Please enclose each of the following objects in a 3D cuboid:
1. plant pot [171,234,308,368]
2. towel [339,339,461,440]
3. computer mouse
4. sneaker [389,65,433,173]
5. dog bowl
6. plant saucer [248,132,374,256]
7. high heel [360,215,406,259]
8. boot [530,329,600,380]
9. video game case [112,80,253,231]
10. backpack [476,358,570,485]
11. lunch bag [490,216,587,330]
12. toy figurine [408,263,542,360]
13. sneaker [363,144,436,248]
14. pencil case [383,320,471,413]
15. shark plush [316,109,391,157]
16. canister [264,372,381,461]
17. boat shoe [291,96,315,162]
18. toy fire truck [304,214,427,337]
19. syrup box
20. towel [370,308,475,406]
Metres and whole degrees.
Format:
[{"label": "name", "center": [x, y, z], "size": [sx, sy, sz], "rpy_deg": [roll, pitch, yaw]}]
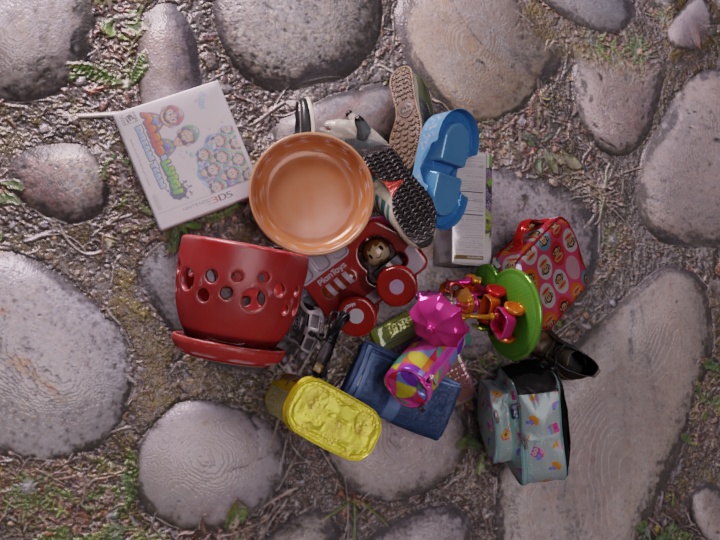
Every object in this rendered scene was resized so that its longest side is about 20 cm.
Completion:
[{"label": "plant pot", "center": [-0.191, 0.048, 1.181], "size": [0.199, 0.200, 0.184], "rpy_deg": [11, 86, -17]}, {"label": "towel", "center": [0.070, 0.207, 1.310], "size": [0.199, 0.049, 0.112], "rpy_deg": [26, 80, -14]}, {"label": "computer mouse", "center": [-0.072, 0.093, 1.218], "size": [0.044, 0.200, 0.110], "rpy_deg": [13, 98, -24]}, {"label": "sneaker", "center": [0.100, -0.253, 1.341], "size": [0.090, 0.067, 0.201], "rpy_deg": [23, 60, -50]}, {"label": "dog bowl", "center": [0.137, -0.171, 1.284], "size": [0.111, 0.049, 0.201], "rpy_deg": [9, 95, -45]}, {"label": "plant saucer", "center": [-0.078, -0.120, 1.224], "size": [0.199, 0.037, 0.201], "rpy_deg": [1, 81, -7]}, {"label": "high heel", "center": [0.017, -0.085, 1.336], "size": [0.199, 0.067, 0.096], "rpy_deg": [14, 57, -6]}, {"label": "boot", "center": [0.348, 0.133, 1.401], "size": [0.200, 0.097, 0.075], "rpy_deg": [35, 77, -13]}, {"label": "video game case", "center": [-0.280, -0.190, 1.257], "size": [0.181, 0.024, 0.201], "rpy_deg": [-23, 94, -18]}, {"label": "backpack", "center": [0.286, 0.271, 1.336], "size": [0.152, 0.176, 0.201], "rpy_deg": [-15, 92, -1]}, {"label": "lunch bag", "center": [0.319, -0.006, 1.375], "size": [0.200, 0.082, 0.177], "rpy_deg": [-37, 110, -37]}, {"label": "toy figurine", "center": [0.161, 0.058, 1.237], "size": [0.183, 0.200, 0.151], "rpy_deg": [0, 121, -25]}, {"label": "sneaker", "center": [0.065, -0.108, 1.250], "size": [0.070, 0.094, 0.200], "rpy_deg": [-24, 64, -12]}, {"label": "pencil case", "center": [0.117, 0.145, 1.268], "size": [0.089, 0.088, 0.200], "rpy_deg": [53, 41, -8]}, {"label": "shark plush", "center": [0.012, -0.201, 1.351], "size": [0.200, 0.091, 0.083], "rpy_deg": [38, 96, -33]}, {"label": "canister", "center": [-0.067, 0.223, 1.208], "size": [0.148, 0.200, 0.087], "rpy_deg": [31, 78, -14]}, {"label": "boat shoe", "center": [-0.110, -0.192, 1.287], "size": [0.066, 0.074, 0.201], "rpy_deg": [-1, 92, -10]}, {"label": "toy fire truck", "center": [0.000, 0.000, 1.266], "size": [0.200, 0.112, 0.168], "rpy_deg": [-37, 95, 9]}, {"label": "syrup box", "center": [0.183, -0.106, 1.372], "size": [0.081, 0.079, 0.201], "rpy_deg": [1, 86, -18]}, {"label": "towel", "center": [0.111, 0.168, 1.363], "size": [0.143, 0.023, 0.201], "rpy_deg": [-25, 94, -17]}]
